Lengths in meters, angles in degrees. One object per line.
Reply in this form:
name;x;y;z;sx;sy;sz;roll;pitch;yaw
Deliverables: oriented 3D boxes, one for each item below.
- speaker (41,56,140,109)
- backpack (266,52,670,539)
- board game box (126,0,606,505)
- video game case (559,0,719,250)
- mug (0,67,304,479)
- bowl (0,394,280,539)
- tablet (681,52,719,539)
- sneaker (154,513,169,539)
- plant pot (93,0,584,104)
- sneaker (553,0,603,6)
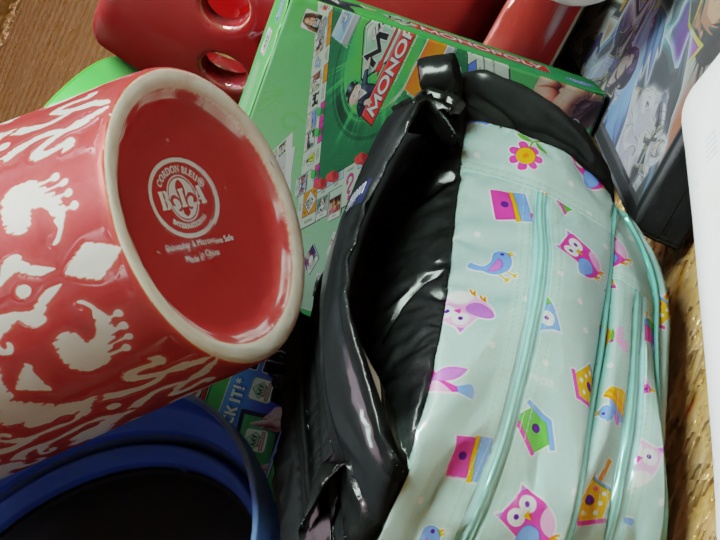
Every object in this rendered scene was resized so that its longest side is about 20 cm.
speaker;-0.057;-0.001;1.216;0.088;0.200;0.089;-44;-12;-12
backpack;0.038;0.047;0.982;0.201;0.126;0.167;-85;13;-49
board game box;0.000;0.000;1.115;0.029;0.134;0.201;-115;44;-72
video game case;0.145;-0.130;1.071;0.201;0.025;0.181;-61;16;19
mug;-0.123;-0.004;1.026;0.199;0.134;0.178;-21;29;33
bowl;-0.114;0.133;1.038;0.200;0.039;0.201;-22;40;20
tablet;0.144;-0.022;0.897;0.130;0.014;0.201;-51;28;42
sneaker;-0.075;0.165;1.082;0.082;0.077;0.201;-40;30;25
plant pot;0.009;-0.143;1.197;0.201;0.182;0.200;-61;-1;-3
sneaker;0.116;-0.187;1.105;0.201;0.075;0.089;-63;1;-11
